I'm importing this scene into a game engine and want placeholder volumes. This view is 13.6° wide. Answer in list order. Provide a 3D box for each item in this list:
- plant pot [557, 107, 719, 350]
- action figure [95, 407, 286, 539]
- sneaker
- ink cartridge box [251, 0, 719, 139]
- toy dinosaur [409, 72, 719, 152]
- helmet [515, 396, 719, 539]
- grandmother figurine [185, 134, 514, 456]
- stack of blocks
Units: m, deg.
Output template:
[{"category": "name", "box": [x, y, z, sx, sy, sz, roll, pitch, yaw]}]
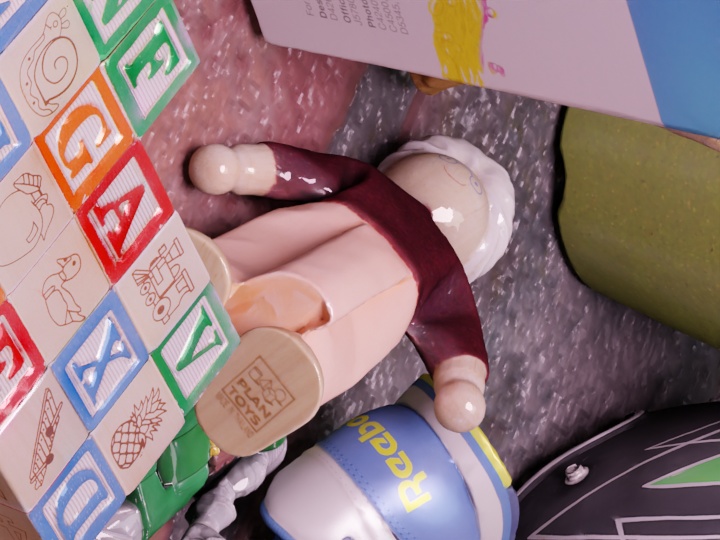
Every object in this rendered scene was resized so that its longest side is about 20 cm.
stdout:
[{"category": "plant pot", "box": [0.180, -0.031, 1.109, 0.200, 0.189, 0.201, -26, 123, -47]}, {"category": "action figure", "box": [-0.066, 0.056, 0.927, 0.200, 0.054, 0.119, -34, 126, -48]}, {"category": "sneaker", "box": [0.002, 0.125, 1.025, 0.082, 0.074, 0.201, -25, 135, -25]}, {"category": "ink cartridge box", "box": [0.066, -0.149, 0.900, 0.147, 0.199, 0.146, -49, 136, -32]}, {"category": "toy dinosaur", "box": [0.056, -0.089, 0.980, 0.061, 0.106, 0.200, 56, 19, -29]}, {"category": "helmet", "box": [0.144, 0.142, 1.142, 0.191, 0.199, 0.201, -19, 119, -69]}, {"category": "grandmother figurine", "box": [0.000, 0.000, 0.952, 0.122, 0.060, 0.200, 55, 27, -1]}, {"category": "stack of blocks", "box": [-0.098, -0.031, 0.770, 0.115, 0.058, 0.200, -53, 142, -26]}]
